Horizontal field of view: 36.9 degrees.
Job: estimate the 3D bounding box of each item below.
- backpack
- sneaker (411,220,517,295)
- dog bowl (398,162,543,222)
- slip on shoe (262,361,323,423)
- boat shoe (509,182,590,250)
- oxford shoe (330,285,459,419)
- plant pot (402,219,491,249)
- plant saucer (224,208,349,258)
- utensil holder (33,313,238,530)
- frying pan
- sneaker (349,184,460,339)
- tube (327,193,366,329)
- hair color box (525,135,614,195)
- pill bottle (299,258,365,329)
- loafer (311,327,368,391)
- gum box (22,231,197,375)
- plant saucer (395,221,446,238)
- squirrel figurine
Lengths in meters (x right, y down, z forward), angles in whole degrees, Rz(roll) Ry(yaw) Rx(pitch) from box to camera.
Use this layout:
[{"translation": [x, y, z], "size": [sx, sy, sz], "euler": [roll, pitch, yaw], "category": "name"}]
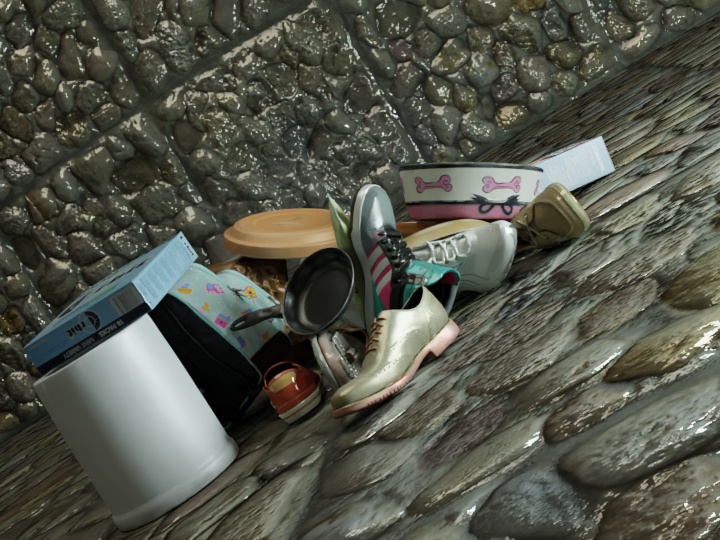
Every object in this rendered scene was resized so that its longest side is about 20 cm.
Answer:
[{"translation": [-0.202, 0.086, 1.456], "size": [0.154, 0.200, 0.176], "euler": [-57, 2, -42], "category": "backpack"}, {"translation": [0.111, -0.007, 1.332], "size": [0.200, 0.087, 0.075], "euler": [-34, 46, 41], "category": "sneaker"}, {"translation": [0.150, -0.104, 1.482], "size": [0.199, 0.074, 0.200], "euler": [1, 1, 0], "category": "dog bowl"}, {"translation": [-0.088, 0.140, 1.335], "size": [0.074, 0.061, 0.200], "euler": [-35, 4, -3], "category": "slip on shoe"}, {"translation": [0.226, -0.057, 1.336], "size": [0.065, 0.072, 0.200], "euler": [-38, 1, -7], "category": "boat shoe"}, {"translation": [0.024, 0.086, 1.141], "size": [0.071, 0.074, 0.200], "euler": [-26, 8, 44], "category": "oxford shoe"}, {"translation": [0.097, -0.020, 1.450], "size": [0.199, 0.028, 0.200], "euler": [-18, -18, -6], "category": "plant pot"}, {"translation": [-0.098, -0.058, 1.557], "size": [0.199, 0.033, 0.200], "euler": [-2, 15, 0], "category": "plant saucer"}, {"translation": [-0.266, 0.175, 1.279], "size": [0.169, 0.201, 0.170], "euler": [-30, 6, 3], "category": "utensil holder"}, {"translation": [-0.075, 0.051, 1.314], "size": [0.190, 0.031, 0.115], "euler": [-43, 42, 16], "category": "frying pan"}, {"translation": [0.056, -0.008, 1.273], "size": [0.120, 0.201, 0.083], "euler": [-7, 3, 40], "category": "sneaker"}, {"translation": [0.000, 0.000, 1.357], "size": [0.058, 0.201, 0.052], "euler": [7, 43, 39], "category": "tube"}, {"translation": [0.272, -0.136, 1.637], "size": [0.199, 0.061, 0.099], "euler": [-25, 5, -9], "category": "hair color box"}, {"translation": [-0.022, 0.011, 1.601], "size": [0.111, 0.112, 0.200], "euler": [-33, 21, -13], "category": "pill bottle"}, {"translation": [-0.020, 0.097, 1.322], "size": [0.063, 0.072, 0.200], "euler": [-26, 3, 0], "category": "loafer"}, {"translation": [-0.305, 0.036, 1.339], "size": [0.169, 0.045, 0.200], "euler": [-30, 12, 16], "category": "gum box"}, {"translation": [0.122, -0.054, 1.605], "size": [0.199, 0.033, 0.200], "euler": [1, 1, 0], "category": "plant saucer"}, {"translation": [-0.133, 0.064, 1.590], "size": [0.141, 0.188, 0.200], "euler": [-23, 9, -14], "category": "squirrel figurine"}]
